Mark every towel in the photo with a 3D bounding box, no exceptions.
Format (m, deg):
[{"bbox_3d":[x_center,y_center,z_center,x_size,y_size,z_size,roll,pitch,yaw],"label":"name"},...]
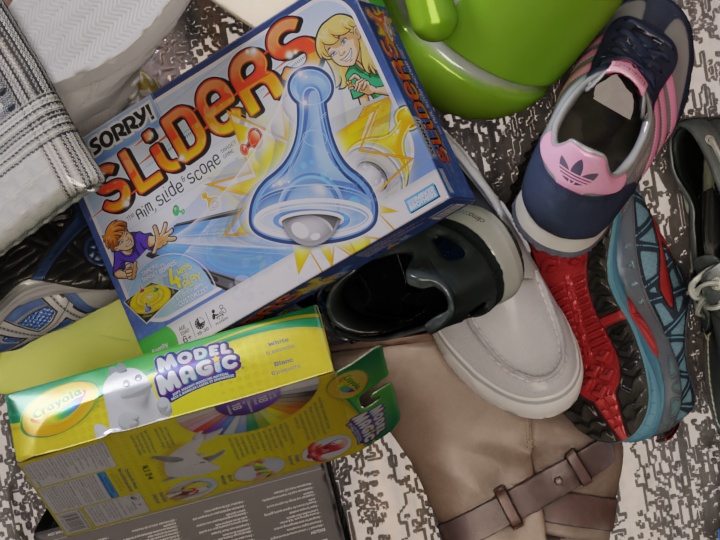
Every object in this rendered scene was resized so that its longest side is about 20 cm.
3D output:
[{"bbox_3d":[-0.258,-0.070,1.261,0.200,0.035,0.193,-35,76,16],"label":"towel"}]

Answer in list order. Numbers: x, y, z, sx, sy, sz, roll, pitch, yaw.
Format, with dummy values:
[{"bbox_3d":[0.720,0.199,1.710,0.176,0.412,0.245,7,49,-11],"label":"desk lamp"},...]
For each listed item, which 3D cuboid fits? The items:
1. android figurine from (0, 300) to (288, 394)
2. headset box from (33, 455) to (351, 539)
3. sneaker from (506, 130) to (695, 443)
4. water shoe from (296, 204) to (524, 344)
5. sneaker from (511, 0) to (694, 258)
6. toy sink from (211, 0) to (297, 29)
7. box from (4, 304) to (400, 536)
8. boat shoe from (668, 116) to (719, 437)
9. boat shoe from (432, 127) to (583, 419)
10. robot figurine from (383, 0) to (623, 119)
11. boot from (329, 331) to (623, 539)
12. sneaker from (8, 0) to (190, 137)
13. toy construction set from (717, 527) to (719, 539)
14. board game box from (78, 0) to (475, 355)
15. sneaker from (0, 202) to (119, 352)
[{"bbox_3d":[-0.143,0.024,1.387,0.200,0.041,0.182,13,94,0],"label":"android figurine"},{"bbox_3d":[-0.078,0.216,1.376,0.174,0.093,0.200,-16,95,0],"label":"headset box"},{"bbox_3d":[0.146,0.006,1.379,0.079,0.096,0.200,-18,73,37],"label":"sneaker"},{"bbox_3d":[0.000,0.000,1.291,0.079,0.200,0.072,-30,104,-35],"label":"water shoe"},{"bbox_3d":[0.149,-0.098,1.313,0.070,0.082,0.200,24,53,2],"label":"sneaker"},{"bbox_3d":[-0.094,-0.216,1.322,0.200,0.130,0.112,35,94,-4],"label":"toy sink"},{"bbox_3d":[-0.081,0.079,1.278,0.200,0.117,0.048,-14,63,0],"label":"box"},{"bbox_3d":[0.206,0.006,1.350,0.062,0.073,0.200,9,73,-28],"label":"boat shoe"},{"bbox_3d":[0.064,-0.009,1.329,0.072,0.069,0.200,-20,61,-8],"label":"boat shoe"},{"bbox_3d":[0.086,-0.167,1.313,0.116,0.175,0.200,48,123,16],"label":"robot figurine"},{"bbox_3d":[0.056,0.106,1.375,0.200,0.070,0.146,-8,88,-6],"label":"boot"},{"bbox_3d":[-0.138,-0.120,1.294,0.200,0.116,0.074,-34,70,31],"label":"sneaker"},{"bbox_3d":[0.281,0.080,1.378,0.131,0.092,0.200,5,87,24],"label":"toy construction set"},{"bbox_3d":[-0.053,-0.050,1.251,0.200,0.034,0.135,-30,76,23],"label":"board game box"},{"bbox_3d":[-0.182,-0.002,1.335,0.200,0.077,0.076,-16,69,-12],"label":"sneaker"}]
